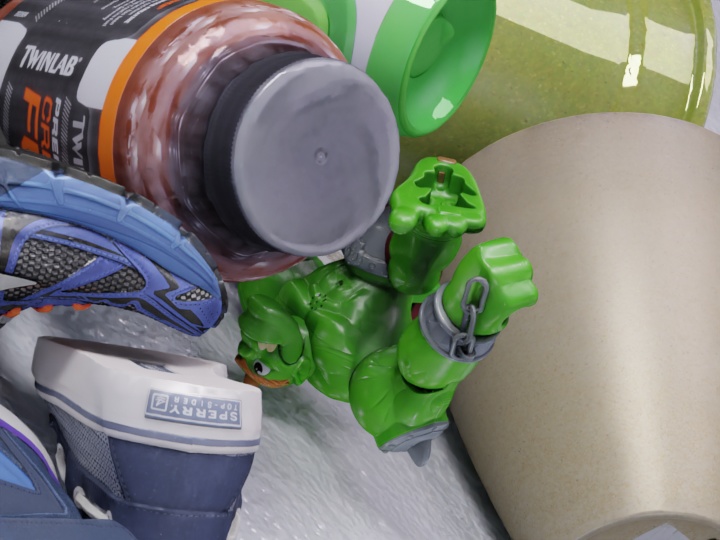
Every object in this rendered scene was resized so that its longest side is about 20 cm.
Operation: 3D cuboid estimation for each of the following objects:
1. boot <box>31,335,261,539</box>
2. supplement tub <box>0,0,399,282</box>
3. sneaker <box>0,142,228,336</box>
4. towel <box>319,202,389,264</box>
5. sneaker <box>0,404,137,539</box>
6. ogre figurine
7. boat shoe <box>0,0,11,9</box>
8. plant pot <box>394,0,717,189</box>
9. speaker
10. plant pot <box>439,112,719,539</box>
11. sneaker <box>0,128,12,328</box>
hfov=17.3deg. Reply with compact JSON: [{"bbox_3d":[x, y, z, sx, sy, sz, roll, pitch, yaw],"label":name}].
[{"bbox_3d":[-0.081,0.074,0.809,0.073,0.090,0.200,9,1,-10],"label":"boot"},{"bbox_3d":[-0.069,-0.054,0.903,0.107,0.107,0.200,31,-10,-34],"label":"supplement tub"},{"bbox_3d":[-0.140,-0.008,0.786,0.200,0.079,0.075,16,4,-19],"label":"sneaker"},{"bbox_3d":[-0.035,-0.030,1.176,0.147,0.024,0.200,43,19,-2],"label":"towel"},{"bbox_3d":[-0.144,0.070,0.646,0.200,0.081,0.147,37,15,-35],"label":"sneaker"},{"bbox_3d":[0.000,0.000,1.005,0.200,0.120,0.098,28,32,29],"label":"ogre figurine"},{"bbox_3d":[-0.181,-0.123,1.018,0.200,0.070,0.066,41,16,-34],"label":"boat shoe"},{"bbox_3d":[0.049,-0.105,1.214,0.184,0.200,0.200,22,27,-26],"label":"plant pot"},{"bbox_3d":[-0.045,-0.128,0.995,0.200,0.089,0.088,27,12,23],"label":"speaker"},{"bbox_3d":[0.121,0.061,1.105,0.187,0.187,0.200,32,36,-32],"label":"plant pot"},{"bbox_3d":[-0.196,-0.065,0.863,0.200,0.076,0.116,50,11,-17],"label":"sneaker"}]
